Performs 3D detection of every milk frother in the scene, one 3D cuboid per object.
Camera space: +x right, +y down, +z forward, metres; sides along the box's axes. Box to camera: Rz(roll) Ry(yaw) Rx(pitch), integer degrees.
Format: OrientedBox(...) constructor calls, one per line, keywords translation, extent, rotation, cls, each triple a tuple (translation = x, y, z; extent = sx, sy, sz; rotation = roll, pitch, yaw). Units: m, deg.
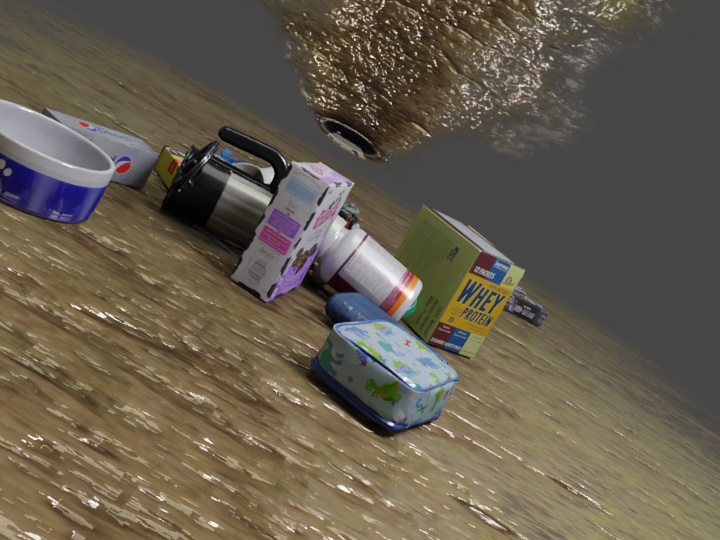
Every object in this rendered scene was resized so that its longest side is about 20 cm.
OrientedBox(translation=(-0.209, -0.117, 1.353), extent=(0.186, 0.182, 0.201), rotation=(26, 25, -13), cls="milk frother")

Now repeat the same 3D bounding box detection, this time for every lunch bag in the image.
OrientedBox(translation=(0.035, 0.133, 1.121), extent=(0.160, 0.083, 0.199), rotation=(36, 13, 20), cls="lunch bag")

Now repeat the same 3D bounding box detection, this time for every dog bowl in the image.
OrientedBox(translation=(-0.434, -0.147, 1.122), extent=(0.198, 0.079, 0.200), rotation=(30, 12, -7), cls="dog bowl")

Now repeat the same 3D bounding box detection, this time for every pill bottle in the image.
OrientedBox(translation=(0.000, 0.000, 1.437), extent=(0.199, 0.110, 0.110), rotation=(40, 11, -3), cls="pill bottle")

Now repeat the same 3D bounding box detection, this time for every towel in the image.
OrientedBox(translation=(0.037, 0.107, 1.317), extent=(0.199, 0.049, 0.111), rotation=(37, 14, 24), cls="towel")

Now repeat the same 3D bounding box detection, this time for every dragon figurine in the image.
OrientedBox(translation=(-0.290, -0.235, 1.879), extent=(0.099, 0.059, 0.200), rotation=(32, 13, 6), cls="dragon figurine")

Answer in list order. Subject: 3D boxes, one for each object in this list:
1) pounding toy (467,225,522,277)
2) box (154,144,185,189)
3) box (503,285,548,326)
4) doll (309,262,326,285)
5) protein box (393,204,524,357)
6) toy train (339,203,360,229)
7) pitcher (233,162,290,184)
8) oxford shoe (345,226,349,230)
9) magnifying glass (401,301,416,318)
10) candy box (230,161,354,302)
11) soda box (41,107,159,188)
OrientedBox(translation=(0.234, 0.013, 1.916), extent=(0.199, 0.185, 0.142), rotation=(38, 11, -4), cls="pounding toy")
OrientedBox(translation=(-0.317, -0.165, 1.551), extent=(0.075, 0.050, 0.200), rotation=(23, 14, -34), cls="box")
OrientedBox(translation=(0.423, 0.071, 2.403), extent=(0.156, 0.050, 0.200), rotation=(26, 13, -24), cls="box")
OrientedBox(translation=(-0.118, -0.050, 1.515), extent=(0.136, 0.049, 0.201), rotation=(-22, 66, -47), cls="doll")
OrientedBox(translation=(0.168, 0.020, 1.619), extent=(0.134, 0.200, 0.200), rotation=(20, 16, -38), cls="protein box")
OrientedBox(translation=(-0.089, -0.146, 1.978), extent=(0.113, 0.086, 0.200), rotation=(-3, 35, -47), cls="toy train")
OrientedBox(translation=(-0.150, -0.159, 1.743), extent=(0.170, 0.123, 0.199), rotation=(18, 7, 42), cls="pitcher")
OrientedBox(translation=(-0.113, -0.094, 1.652), extent=(0.198, 0.073, 0.085), rotation=(25, 30, -1), cls="oxford shoe")
OrientedBox(translation=(0.045, 0.026, 1.604), extent=(0.079, 0.023, 0.200), rotation=(-13, 35, -15), cls="magnifying glass")
OrientedBox(translation=(-0.101, -0.065, 1.306), extent=(0.071, 0.202, 0.168), rotation=(31, 12, 8), cls="candy box")
OrientedBox(translation=(-0.425, -0.193, 1.357), extent=(0.063, 0.069, 0.199), rotation=(39, 15, 31), cls="soda box")
